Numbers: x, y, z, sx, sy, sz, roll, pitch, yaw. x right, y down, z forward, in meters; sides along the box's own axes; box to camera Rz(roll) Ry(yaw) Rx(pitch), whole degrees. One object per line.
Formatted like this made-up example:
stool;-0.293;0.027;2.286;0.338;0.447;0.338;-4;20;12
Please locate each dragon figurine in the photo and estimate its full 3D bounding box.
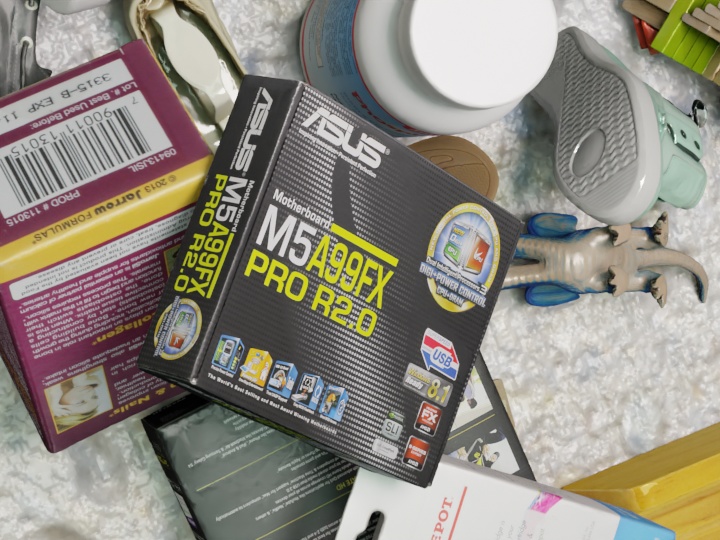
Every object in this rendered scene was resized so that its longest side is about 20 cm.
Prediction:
dragon figurine;0.135;-0.007;1.294;0.200;0.099;0.059;-1;91;-53

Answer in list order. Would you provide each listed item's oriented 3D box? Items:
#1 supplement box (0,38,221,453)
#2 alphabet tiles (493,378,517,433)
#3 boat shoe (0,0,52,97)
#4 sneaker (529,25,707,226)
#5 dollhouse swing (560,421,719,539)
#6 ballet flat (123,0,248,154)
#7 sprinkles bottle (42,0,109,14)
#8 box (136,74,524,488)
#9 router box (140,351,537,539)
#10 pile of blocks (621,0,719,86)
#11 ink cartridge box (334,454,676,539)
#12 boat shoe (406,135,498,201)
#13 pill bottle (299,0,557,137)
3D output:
supplement box;-0.143;-0.009;1.142;0.131;0.200;0.103;-24;59;-15
alphabet tiles;0.029;0.154;1.307;0.166;0.006;0.200;-18;98;-14
boat shoe;-0.200;-0.107;1.197;0.057;0.069;0.200;-3;92;-16
sneaker;0.172;-0.068;1.242;0.118;0.200;0.074;33;111;-21
dollhouse swing;0.253;0.210;1.285;0.182;0.176;0.200;-20;99;-14
ballet flat;-0.080;-0.085;1.232;0.069;0.069;0.200;-32;101;-12
sprinkles bottle;-0.093;-0.203;1.196;0.200;0.068;0.068;-22;99;-29
box;-0.010;0.010;1.096;0.200;0.044;0.160;30;78;-46
router box;-0.010;0.112;1.262;0.200;0.051;0.149;-26;101;-13
pile of blocks;0.234;-0.119;1.274;0.200;0.082;0.062;33;100;18
ink cartridge box;0.069;0.174;1.228;0.200;0.068;0.115;19;90;-17
boat shoe;0.000;0.000;1.211;0.071;0.065;0.200;43;70;8
pill bottle;0.038;-0.130;1.192;0.109;0.200;0.109;-1;93;-15
